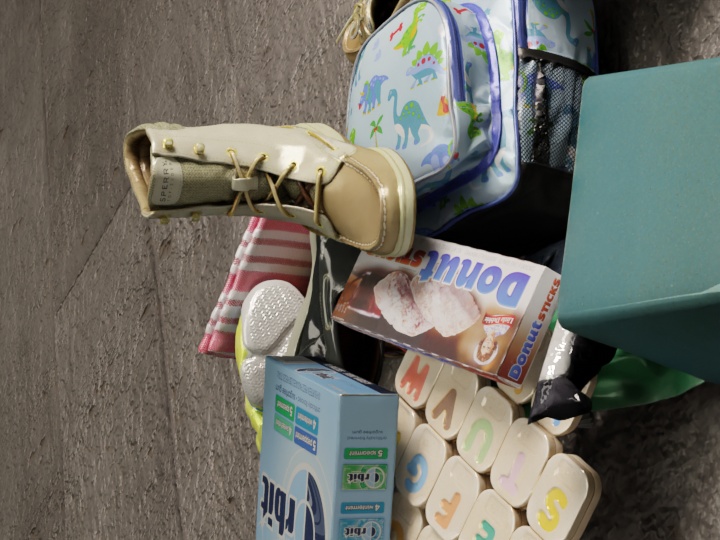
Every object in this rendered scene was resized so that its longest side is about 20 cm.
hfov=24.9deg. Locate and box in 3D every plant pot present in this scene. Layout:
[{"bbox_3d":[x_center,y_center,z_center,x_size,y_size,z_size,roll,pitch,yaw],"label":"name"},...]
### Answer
[{"bbox_3d":[0.227,-0.029,0.831,0.200,0.141,0.142,-8,68,49],"label":"plant pot"}]

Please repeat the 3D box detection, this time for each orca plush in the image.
[{"bbox_3d":[0.156,0.001,0.920,0.105,0.071,0.200,94,-165,-53],"label":"orca plush"}]

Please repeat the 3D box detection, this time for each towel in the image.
[{"bbox_3d":[-0.053,-0.019,1.339,0.030,0.146,0.201,27,101,32],"label":"towel"}]

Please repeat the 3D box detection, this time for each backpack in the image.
[{"bbox_3d":[0.080,-0.117,1.135,0.183,0.147,0.201,-28,52,54],"label":"backpack"}]

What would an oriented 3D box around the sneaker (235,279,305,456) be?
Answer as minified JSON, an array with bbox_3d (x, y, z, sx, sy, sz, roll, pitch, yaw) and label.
[{"bbox_3d":[-0.066,0.108,1.318,0.105,0.075,0.201,172,88,-72],"label":"sneaker"}]

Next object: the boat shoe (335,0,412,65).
[{"bbox_3d":[0.033,-0.231,1.378,0.200,0.062,0.074,-32,49,53],"label":"boat shoe"}]

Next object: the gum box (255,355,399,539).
[{"bbox_3d":[-0.028,0.168,1.096,0.170,0.044,0.201,-163,76,-70],"label":"gum box"}]

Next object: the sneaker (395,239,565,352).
[{"bbox_3d":[0.087,0.024,1.115,0.200,0.084,0.075,-33,48,52],"label":"sneaker"}]

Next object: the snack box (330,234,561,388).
[{"bbox_3d":[0.051,0.019,1.030,0.200,0.024,0.072,16,79,59],"label":"snack box"}]

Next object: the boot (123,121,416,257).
[{"bbox_3d":[-0.063,-0.055,1.070,0.200,0.154,0.072,35,122,59],"label":"boot"}]

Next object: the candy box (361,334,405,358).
[{"bbox_3d":[0.033,-0.034,1.281,0.117,0.056,0.201,-2,73,62],"label":"candy box"}]

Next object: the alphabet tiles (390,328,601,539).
[{"bbox_3d":[0.069,0.119,0.997,0.200,0.015,0.196,42,113,51],"label":"alphabet tiles"}]

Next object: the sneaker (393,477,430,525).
[{"bbox_3d":[0.048,0.167,1.088,0.099,0.078,0.201,-16,47,21],"label":"sneaker"}]

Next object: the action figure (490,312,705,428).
[{"bbox_3d":[0.123,0.062,1.013,0.200,0.055,0.118,-30,45,30],"label":"action figure"}]

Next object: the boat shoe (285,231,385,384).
[{"bbox_3d":[0.000,0.000,1.199,0.068,0.072,0.201,7,86,53],"label":"boat shoe"}]
